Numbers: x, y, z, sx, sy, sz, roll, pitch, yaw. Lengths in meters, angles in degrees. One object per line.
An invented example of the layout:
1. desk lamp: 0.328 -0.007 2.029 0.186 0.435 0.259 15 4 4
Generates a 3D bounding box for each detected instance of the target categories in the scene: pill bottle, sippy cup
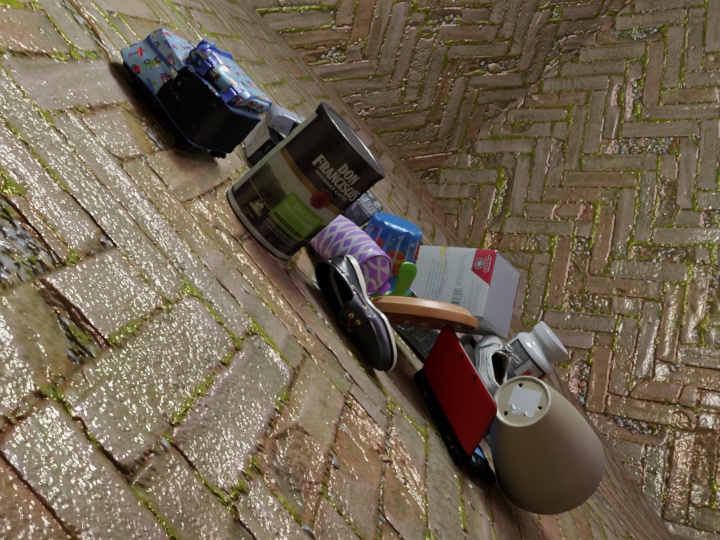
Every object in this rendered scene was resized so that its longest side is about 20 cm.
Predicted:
1. pill bottle: 0.359 0.212 1.858 0.116 0.200 0.117 47 13 -14
2. sippy cup: 0.046 -0.029 1.479 0.177 0.131 0.139 29 16 26

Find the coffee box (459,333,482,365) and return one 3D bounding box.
1. coffee box: 0.237 0.202 1.724 0.113 0.080 0.200 50 12 2

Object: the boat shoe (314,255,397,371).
1. boat shoe: -0.009 0.068 1.266 0.063 0.074 0.202 -8 63 -41

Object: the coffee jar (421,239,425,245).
1. coffee jar: 0.088 -0.040 1.849 0.085 0.104 0.200 47 11 4

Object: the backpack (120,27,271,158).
1. backpack: -0.254 -0.283 1.245 0.200 0.134 0.183 49 11 5

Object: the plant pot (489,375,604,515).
1. plant pot: 0.285 0.263 1.339 0.201 0.186 0.188 60 2 -42

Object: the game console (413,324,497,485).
1. game console: 0.180 0.221 1.359 0.172 0.118 0.201 40 16 -41

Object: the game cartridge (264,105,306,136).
1. game cartridge: -0.081 -0.250 1.539 0.199 0.041 0.133 23 9 -18

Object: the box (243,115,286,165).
1. box: -0.133 -0.192 1.589 0.200 0.060 0.117 44 14 -30

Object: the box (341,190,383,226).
1. box: -0.033 -0.158 1.594 0.158 0.050 0.200 52 13 -2

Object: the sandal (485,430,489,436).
1. sandal: 0.197 0.217 1.471 0.200 0.054 0.081 -123 -161 -56

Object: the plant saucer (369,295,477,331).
1. plant saucer: 0.100 0.072 1.397 0.200 0.199 0.033 26 70 -64

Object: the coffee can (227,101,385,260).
1. coffee can: -0.083 -0.135 1.261 0.146 0.200 0.147 47 12 -14

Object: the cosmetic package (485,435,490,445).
1. cosmetic package: 0.331 0.337 1.616 0.200 0.103 0.088 29 25 -56

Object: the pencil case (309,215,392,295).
1. pencil case: -0.020 -0.034 1.394 0.085 0.084 0.200 40 4 -44

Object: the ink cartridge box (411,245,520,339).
1. ink cartridge box: 0.201 0.043 1.700 0.199 0.146 0.144 6 -17 33

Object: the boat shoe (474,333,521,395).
1. boat shoe: 0.263 0.172 1.572 0.075 0.086 0.202 45 30 -8

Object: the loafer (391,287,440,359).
1. loafer: 0.105 0.103 1.586 0.201 0.075 0.070 55 0 -1
